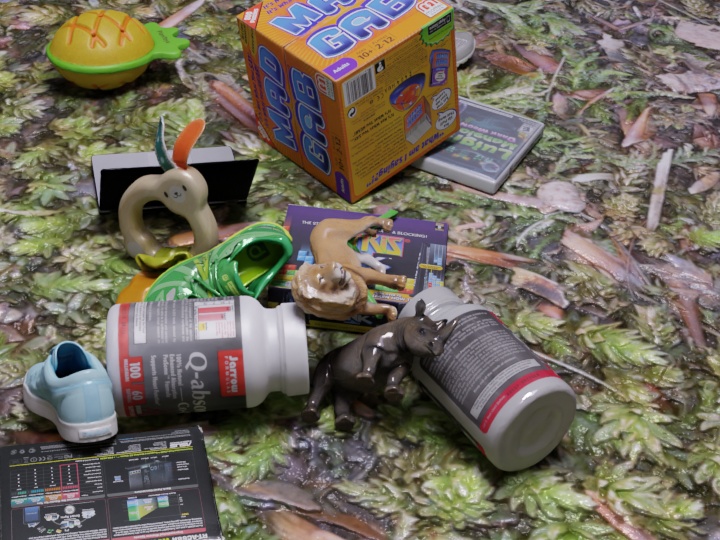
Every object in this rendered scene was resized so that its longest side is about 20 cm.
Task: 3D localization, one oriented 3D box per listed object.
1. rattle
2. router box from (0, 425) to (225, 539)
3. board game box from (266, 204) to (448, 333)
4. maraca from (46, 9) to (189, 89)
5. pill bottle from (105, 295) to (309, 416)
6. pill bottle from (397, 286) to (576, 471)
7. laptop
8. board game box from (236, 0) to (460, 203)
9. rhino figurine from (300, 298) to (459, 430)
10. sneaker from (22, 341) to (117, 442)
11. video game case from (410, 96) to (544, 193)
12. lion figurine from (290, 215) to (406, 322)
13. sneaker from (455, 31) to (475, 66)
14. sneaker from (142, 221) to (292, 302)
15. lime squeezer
[{"bbox_3d":[-0.231,-0.058,1.474,0.130,0.201,0.143,40,45,19],"label":"rattle"},{"bbox_3d":[-0.231,0.225,1.225,0.198,0.062,0.150,-4,37,-13],"label":"router box"},{"bbox_3d":[0.000,0.000,1.553,0.198,0.057,0.166,6,39,1],"label":"board game box"},{"bbox_3d":[-0.342,-0.314,1.877,0.199,0.108,0.137,-14,41,-23],"label":"maraca"},{"bbox_3d":[-0.155,0.085,1.362,0.198,0.116,0.116,-4,38,-4],"label":"pill bottle"},{"bbox_3d":[0.123,0.105,1.385,0.110,0.111,0.200,-18,44,-28],"label":"pill bottle"},{"bbox_3d":[-0.235,-0.138,1.654,0.186,0.117,0.201,-5,39,-14],"label":"laptop"},{"bbox_3d":[-0.011,-0.254,1.733,0.200,0.201,0.200,-35,51,-24],"label":"board game box"},{"bbox_3d":[0.024,0.090,1.360,0.060,0.199,0.088,40,37,-24],"label":"rhino figurine"},{"bbox_3d":[-0.285,0.104,1.316,0.073,0.083,0.200,-7,13,-30],"label":"sneaker"},{"bbox_3d":[0.130,-0.186,1.837,0.199,0.023,0.182,21,40,19],"label":"video game case"},{"bbox_3d":[-0.021,-0.007,1.406,0.122,0.073,0.200,12,24,-14],"label":"lion figurine"},{"bbox_3d":[0.078,-0.345,1.988,0.198,0.082,0.075,-3,38,-11],"label":"sneaker"},{"bbox_3d":[-0.158,0.013,1.451,0.200,0.074,0.084,-38,16,-11],"label":"sneaker"},{"bbox_3d":[-0.001,-0.017,1.511,0.070,0.038,0.201,33,32,-17],"label":"lime squeezer"}]
